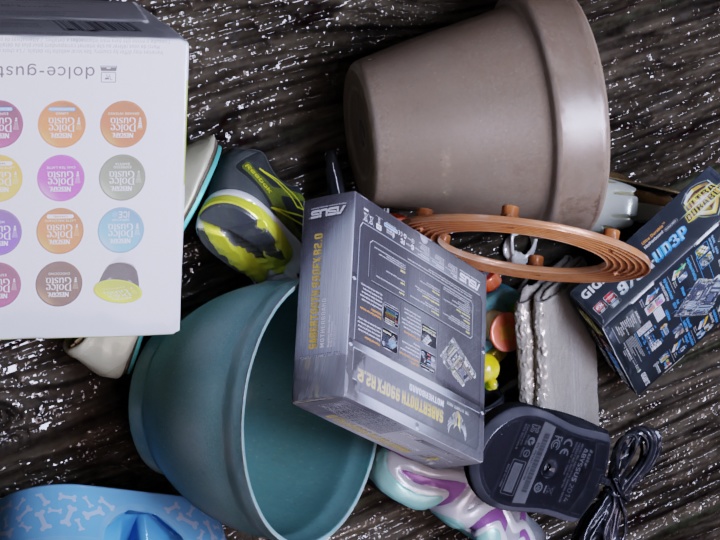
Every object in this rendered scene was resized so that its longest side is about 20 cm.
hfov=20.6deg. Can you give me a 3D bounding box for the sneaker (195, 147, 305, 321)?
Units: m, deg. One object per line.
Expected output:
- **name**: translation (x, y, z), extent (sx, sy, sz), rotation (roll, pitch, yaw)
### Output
- **sneaker**: translation (-0.054, -0.022, 1.544), extent (0.200, 0.074, 0.085), rotation (53, 36, -48)

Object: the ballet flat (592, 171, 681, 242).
- **ballet flat**: translation (0.233, -0.051, 1.713), extent (0.200, 0.072, 0.068), rotation (10, 87, -33)

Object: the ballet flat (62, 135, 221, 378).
- **ballet flat**: translation (-0.169, -0.017, 1.486), extent (0.069, 0.069, 0.200), rotation (21, 93, -34)

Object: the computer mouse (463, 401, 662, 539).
- **computer mouse**: translation (0.150, 0.163, 1.626), extent (0.200, 0.053, 0.139), rotation (25, 92, -38)

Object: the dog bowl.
- **dog bowl**: translation (-0.191, 0.203, 1.508), extent (0.200, 0.111, 0.050), rotation (10, 61, -34)

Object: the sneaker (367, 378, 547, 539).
- **sneaker**: translation (0.111, 0.159, 1.697), extent (0.200, 0.078, 0.140), rotation (30, 88, -35)

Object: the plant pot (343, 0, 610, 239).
- **plant pot**: translation (0.083, -0.114, 1.551), extent (0.174, 0.200, 0.201), rotation (-8, 109, -11)

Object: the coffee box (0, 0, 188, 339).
- **coffee box**: translation (-0.231, -0.072, 1.322), extent (0.199, 0.200, 0.198), rotation (-1, 105, -16)

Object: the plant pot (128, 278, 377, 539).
- **plant pot**: translation (-0.089, 0.102, 1.500), extent (0.200, 0.134, 0.201), rotation (-8, 99, -59)

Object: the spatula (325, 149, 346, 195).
- **spatula**: translation (0.000, 0.000, 1.573), extent (0.021, 0.057, 0.200), rotation (-17, 104, 2)

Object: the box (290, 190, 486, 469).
- **box**: translation (0.026, 0.049, 1.494), extent (0.200, 0.048, 0.159), rotation (29, 58, -51)

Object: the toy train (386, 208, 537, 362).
- **toy train**: translation (0.073, 0.015, 1.645), extent (0.200, 0.056, 0.151), rotation (3, 103, -32)

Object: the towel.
- **towel**: translation (0.168, 0.096, 1.699), extent (0.133, 0.034, 0.200), rotation (-32, 122, -59)

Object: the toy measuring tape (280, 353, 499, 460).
- **toy measuring tape**: translation (0.031, 0.131, 1.604), extent (0.200, 0.074, 0.074), rotation (-31, 118, -10)

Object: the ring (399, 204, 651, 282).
- **ring**: translation (0.125, -0.021, 1.533), extent (0.200, 0.200, 0.019), rotation (16, 78, -34)

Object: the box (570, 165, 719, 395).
- **box**: translation (0.266, 0.014, 1.695), extent (0.159, 0.046, 0.200), rotation (-42, 154, -1)
